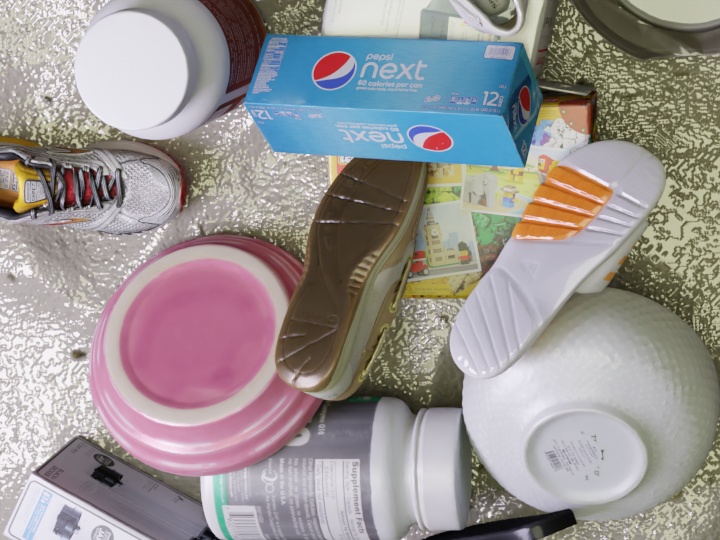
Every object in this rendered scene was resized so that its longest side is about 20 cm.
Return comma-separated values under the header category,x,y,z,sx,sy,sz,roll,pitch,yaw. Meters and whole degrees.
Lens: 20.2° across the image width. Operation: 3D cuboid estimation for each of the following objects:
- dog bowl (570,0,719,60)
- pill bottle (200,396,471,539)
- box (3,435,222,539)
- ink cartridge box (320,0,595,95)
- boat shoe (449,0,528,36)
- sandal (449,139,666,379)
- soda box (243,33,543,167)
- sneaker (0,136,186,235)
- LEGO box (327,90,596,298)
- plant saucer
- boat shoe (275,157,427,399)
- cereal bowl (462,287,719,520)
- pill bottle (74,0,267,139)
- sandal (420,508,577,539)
category,x,y,z,sx,sy,sz,roll,pitch,yaw
dog bowl,0.242,-0.250,1.482,0.199,0.059,0.201,2,101,11
pill bottle,-0.017,0.156,1.585,0.199,0.113,0.114,-1,101,11
box,-0.172,0.218,1.626,0.200,0.117,0.060,27,105,4
ink cartridge box,0.080,-0.182,1.496,0.199,0.117,0.068,13,99,7
boat shoe,0.052,-0.242,1.372,0.071,0.069,0.200,-40,108,7
sandal,0.143,-0.006,1.469,0.079,0.059,0.207,43,96,28
soda box,0.023,-0.122,1.442,0.199,0.068,0.064,6,62,23
sneaker,-0.235,-0.062,1.600,0.199,0.082,0.078,2,102,10
LEGO box,0.081,-0.058,1.542,0.199,0.077,0.150,-1,102,11
plant saucer,-0.120,0.057,1.563,0.200,0.051,0.201,-6,63,11
boat shoe,0.000,0.000,1.481,0.074,0.066,0.201,19,80,32
cereal bowl,0.172,0.115,1.520,0.199,0.083,0.201,4,126,6
pill bottle,-0.142,-0.158,1.501,0.112,0.200,0.113,2,101,10
sandal,0.086,0.223,1.560,0.200,0.075,0.045,-19,88,46
